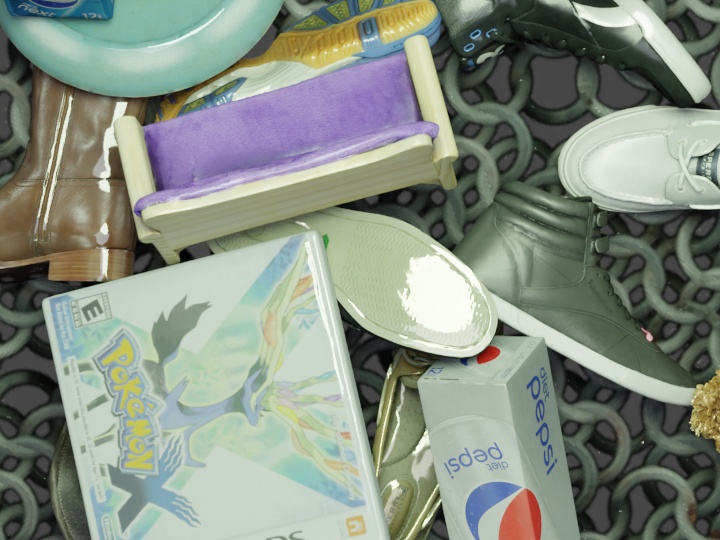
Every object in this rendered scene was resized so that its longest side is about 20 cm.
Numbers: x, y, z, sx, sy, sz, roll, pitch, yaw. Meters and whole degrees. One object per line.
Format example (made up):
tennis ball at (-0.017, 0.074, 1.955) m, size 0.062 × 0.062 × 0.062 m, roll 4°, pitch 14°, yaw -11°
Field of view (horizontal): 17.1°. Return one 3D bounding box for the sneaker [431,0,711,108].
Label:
sneaker at (0.122, -0.153, 1.546) m, size 0.112 × 0.073 × 0.200 m, roll -45°, pitch 85°, yaw 7°

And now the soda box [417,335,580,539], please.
soda box at (0.094, 0.144, 1.527) m, size 0.063 × 0.068 × 0.200 m, roll 1°, pitch 115°, yaw 28°

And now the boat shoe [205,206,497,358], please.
boat shoe at (0.000, 0.000, 1.510) m, size 0.200 × 0.068 × 0.072 m, roll 23°, pitch 84°, yaw 18°

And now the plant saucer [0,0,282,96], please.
plant saucer at (-0.143, -0.208, 1.523) m, size 0.200 × 0.027 × 0.200 m, roll -1°, pitch 73°, yaw 3°

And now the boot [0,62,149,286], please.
boot at (-0.217, -0.093, 1.554) m, size 0.186 × 0.064 × 0.200 m, roll 3°, pitch 85°, yaw 16°

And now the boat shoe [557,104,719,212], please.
boat shoe at (0.229, -0.068, 1.547) m, size 0.200 × 0.069 × 0.072 m, roll 4°, pitch 95°, yaw 1°

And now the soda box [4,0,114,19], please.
soda box at (-0.182, -0.260, 1.486) m, size 0.068 × 0.064 × 0.200 m, roll 2°, pitch 72°, yaw 3°

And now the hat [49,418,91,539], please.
hat at (-0.101, 0.128, 1.532) m, size 0.200 × 0.081 × 0.201 m, roll 1°, pitch 74°, yaw -3°

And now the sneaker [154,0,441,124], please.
sneaker at (-0.030, -0.110, 1.549) m, size 0.200 × 0.075 × 0.088 m, roll -24°, pitch 116°, yaw 13°

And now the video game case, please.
video game case at (-0.090, 0.093, 1.475) m, size 0.182 × 0.022 × 0.200 m, roll -14°, pitch 82°, yaw 9°

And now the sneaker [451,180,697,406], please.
sneaker at (0.153, 0.012, 1.544) m, size 0.200 × 0.071 × 0.099 m, roll 29°, pitch 89°, yaw -17°

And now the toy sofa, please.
toy sofa at (-0.045, -0.077, 1.454) m, size 0.200 × 0.098 × 0.083 m, roll -15°, pitch 72°, yaw 4°

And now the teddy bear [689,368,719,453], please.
teddy bear at (0.292, 0.037, 1.549) m, size 0.145 × 0.067 × 0.200 m, roll 5°, pitch 111°, yaw -26°

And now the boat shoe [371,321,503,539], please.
boat shoe at (0.043, 0.098, 1.563) m, size 0.073 × 0.063 × 0.201 m, roll 23°, pitch 92°, yaw -1°
